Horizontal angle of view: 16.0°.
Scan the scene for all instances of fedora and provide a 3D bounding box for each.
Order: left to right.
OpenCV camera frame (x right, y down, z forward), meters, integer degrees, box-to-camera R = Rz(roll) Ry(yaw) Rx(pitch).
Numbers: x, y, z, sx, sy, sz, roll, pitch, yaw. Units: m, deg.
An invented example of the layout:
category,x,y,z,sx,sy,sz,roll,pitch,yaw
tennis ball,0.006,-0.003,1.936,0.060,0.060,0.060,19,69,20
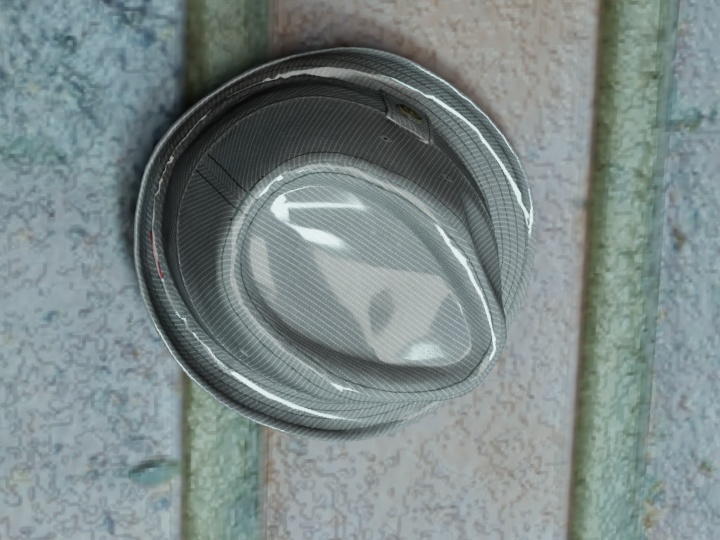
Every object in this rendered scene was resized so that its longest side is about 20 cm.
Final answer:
category,x,y,z,sx,sy,sz,roll,pitch,yaw
fedora,0.000,0.000,1.119,0.200,0.090,0.177,40,93,-24
